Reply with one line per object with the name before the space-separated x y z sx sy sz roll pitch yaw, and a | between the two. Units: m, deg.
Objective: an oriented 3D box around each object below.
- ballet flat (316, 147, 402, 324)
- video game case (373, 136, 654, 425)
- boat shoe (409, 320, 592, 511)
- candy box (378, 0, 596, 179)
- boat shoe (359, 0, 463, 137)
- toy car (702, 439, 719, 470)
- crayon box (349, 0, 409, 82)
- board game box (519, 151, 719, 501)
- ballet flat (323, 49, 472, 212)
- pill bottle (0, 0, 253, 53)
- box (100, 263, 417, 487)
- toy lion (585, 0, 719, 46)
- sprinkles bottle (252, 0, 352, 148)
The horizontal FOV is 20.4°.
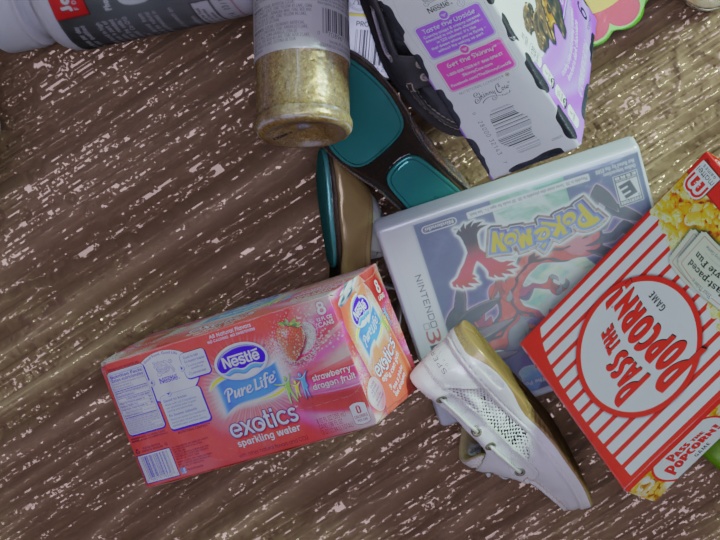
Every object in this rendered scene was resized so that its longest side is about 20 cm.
ballet flat | 0.000 0.000 1.498 0.063 0.069 0.200 -3 106 -10
video game case | 0.129 0.011 1.483 0.200 0.023 0.182 -18 119 1
boat shoe | 0.103 0.120 1.483 0.069 0.071 0.200 -35 122 8
candy box | 0.081 -0.192 1.358 0.072 0.168 0.200 -21 121 25
boat shoe | 0.035 -0.184 1.424 0.067 0.057 0.200 -26 97 1
toy car | 0.307 0.081 1.427 0.158 0.200 0.164 38 94 -22
crayon box | 0.000 -0.241 1.471 0.127 0.051 0.200 5 97 -1
board game box | 0.227 0.040 1.413 0.200 0.046 0.152 -48 50 17
ballet flat | 0.015 -0.094 1.460 0.068 0.067 0.200 -36 118 6
pill bottle | -0.171 -0.220 1.424 0.200 0.114 0.114 -10 97 16
box | -0.073 0.076 1.453 0.200 0.095 0.103 -18 97 25
toy lion | 0.184 -0.264 1.470 0.192 0.069 0.200 2 97 7
sprinkles bottle | -0.041 -0.187 1.365 0.068 0.068 0.200 -2 74 0
